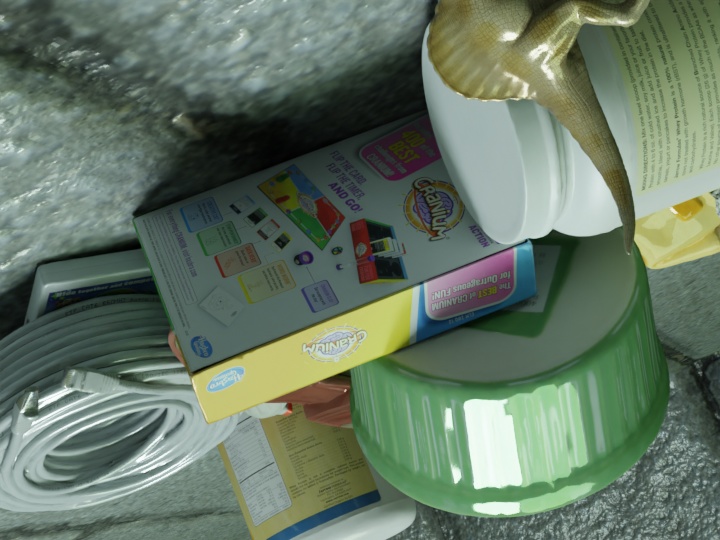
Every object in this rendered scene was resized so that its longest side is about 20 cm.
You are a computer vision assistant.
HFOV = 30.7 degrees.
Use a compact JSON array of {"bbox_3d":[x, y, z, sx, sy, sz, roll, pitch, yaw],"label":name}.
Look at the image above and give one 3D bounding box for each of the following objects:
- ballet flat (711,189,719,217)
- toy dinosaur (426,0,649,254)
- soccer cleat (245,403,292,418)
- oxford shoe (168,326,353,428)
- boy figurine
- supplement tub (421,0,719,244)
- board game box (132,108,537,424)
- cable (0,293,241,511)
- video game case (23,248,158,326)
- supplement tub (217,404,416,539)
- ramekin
[{"bbox_3d":[0.250,-0.114,0.837,0.071,0.202,0.072,0,-163,0],"label":"ballet flat"},{"bbox_3d":[0.083,-0.111,0.599,0.101,0.200,0.058,-43,-170,16],"label":"toy dinosaur"},{"bbox_3d":[-0.068,0.066,1.001,0.077,0.070,0.200,20,160,-16],"label":"soccer cleat"},{"bbox_3d":[-0.047,0.048,0.855,0.070,0.075,0.199,-17,151,34],"label":"oxford shoe"},{"bbox_3d":[0.223,-0.049,0.942,0.199,0.065,0.124,-36,122,15],"label":"boy figurine"},{"bbox_3d":[0.147,-0.104,0.696,0.198,0.146,0.145,-20,164,-13],"label":"supplement tub"},{"bbox_3d":[-0.019,-0.009,0.760,0.198,0.153,0.041,-21,131,-8],"label":"board game box"},{"bbox_3d":[-0.175,0.094,0.884,0.199,0.070,0.200,1,145,-44],"label":"cable"},{"bbox_3d":[-0.166,0.048,0.904,0.142,0.018,0.200,-10,150,-29],"label":"video game case"},{"bbox_3d":[-0.050,0.153,1.152,0.143,0.201,0.145,-21,164,-6],"label":"supplement tub"},{"bbox_3d":[0.083,0.038,0.785,0.198,0.200,0.098,-21,131,-9],"label":"ramekin"}]
